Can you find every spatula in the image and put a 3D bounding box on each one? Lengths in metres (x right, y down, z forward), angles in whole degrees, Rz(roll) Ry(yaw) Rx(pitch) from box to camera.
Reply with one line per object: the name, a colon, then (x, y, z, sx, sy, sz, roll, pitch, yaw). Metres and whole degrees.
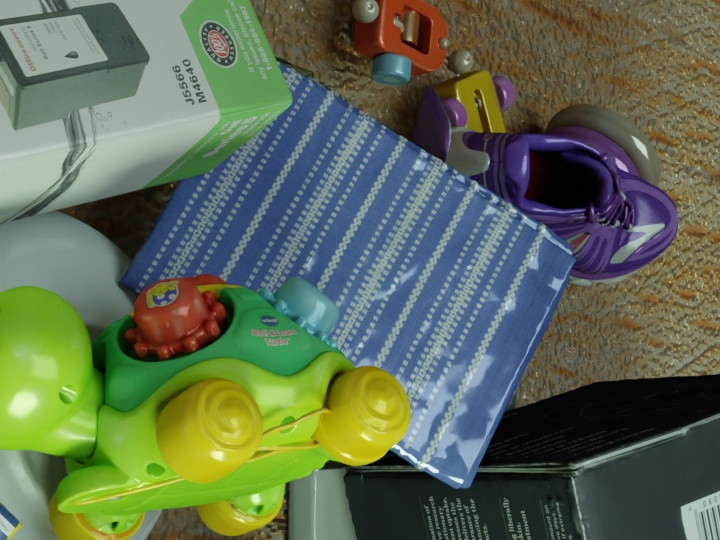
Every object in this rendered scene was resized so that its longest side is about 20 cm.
spatula: (0.008, -0.010, 0.972, 0.020, 0.200, 0.057, 14, 33, -24)

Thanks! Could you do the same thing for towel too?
towel: (0.000, 0.000, 0.880, 0.200, 0.024, 0.145, 32, 68, -10)

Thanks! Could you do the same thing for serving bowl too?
serving bowl: (-0.148, 0.067, 0.829, 0.200, 0.066, 0.201, 0, 90, -51)

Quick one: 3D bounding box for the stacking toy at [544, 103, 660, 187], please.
stacking toy: (0.113, -0.015, 1.154, 0.200, 0.085, 0.086, -51, 127, -29)

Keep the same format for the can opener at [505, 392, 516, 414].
can opener: (0.054, 0.143, 1.061, 0.067, 0.053, 0.201, 7, 83, -19)

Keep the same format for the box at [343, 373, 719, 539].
box: (0.133, 0.135, 0.957, 0.199, 0.196, 0.124, -14, 94, -34)

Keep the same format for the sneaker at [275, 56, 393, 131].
sneaker: (-0.054, -0.091, 0.929, 0.200, 0.088, 0.077, 17, 77, -49)

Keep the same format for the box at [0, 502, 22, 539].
box: (-0.228, 0.147, 0.691, 0.200, 0.064, 0.070, -51, 129, -19)

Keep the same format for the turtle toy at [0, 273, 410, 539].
turtle toy: (-0.084, 0.054, 0.763, 0.199, 0.146, 0.101, -1, 67, -37)

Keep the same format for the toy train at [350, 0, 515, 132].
toy train: (0.029, -0.072, 1.063, 0.150, 0.055, 0.201, 12, 77, -49)

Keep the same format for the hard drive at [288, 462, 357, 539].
hard drive: (0.007, 0.212, 1.048, 0.132, 0.027, 0.201, 2, 88, -51)

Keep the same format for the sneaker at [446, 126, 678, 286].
sneaker: (0.131, -0.037, 1.066, 0.200, 0.083, 0.081, 11, 80, -45)

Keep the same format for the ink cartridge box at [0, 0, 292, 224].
ink cartridge box: (-0.149, -0.103, 0.766, 0.200, 0.084, 0.146, -18, 81, -43)
